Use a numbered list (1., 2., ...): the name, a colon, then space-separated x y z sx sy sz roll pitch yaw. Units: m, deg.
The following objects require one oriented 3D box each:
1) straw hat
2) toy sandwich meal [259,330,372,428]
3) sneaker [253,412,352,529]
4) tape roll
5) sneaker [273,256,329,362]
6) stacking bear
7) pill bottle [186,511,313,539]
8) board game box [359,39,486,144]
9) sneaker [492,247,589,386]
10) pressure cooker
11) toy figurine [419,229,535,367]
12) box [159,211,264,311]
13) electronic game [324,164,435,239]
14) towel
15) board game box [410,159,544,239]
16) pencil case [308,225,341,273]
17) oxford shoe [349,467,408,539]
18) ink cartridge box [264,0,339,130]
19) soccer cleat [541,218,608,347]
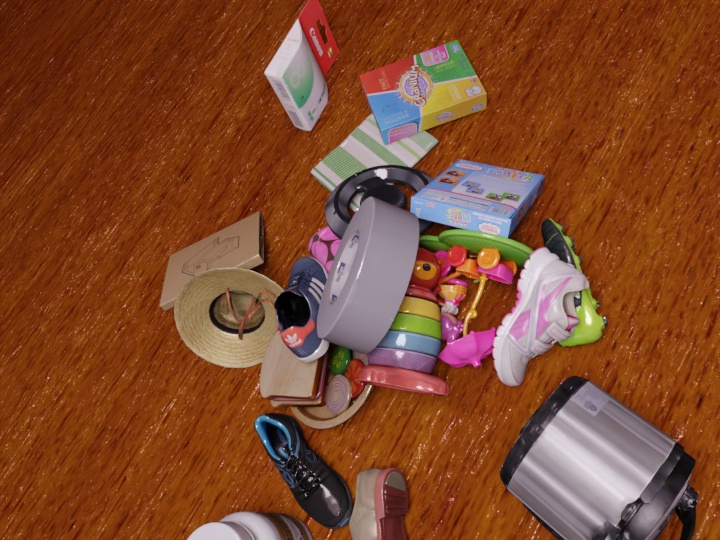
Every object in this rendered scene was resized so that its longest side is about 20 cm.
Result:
1. straw hat: -0.205 0.064 0.961 0.200 0.202 0.085 -19 23 10
2. toy sandwich meal: -0.065 0.143 0.866 0.204 0.070 0.206 -19 56 31
3. sneaker: -0.092 0.292 0.826 0.073 0.082 0.200 -45 61 -4
4. tape roll: 0.006 0.006 0.755 0.066 0.200 0.201 21 71 -11
5. sneaker: -0.093 0.038 0.855 0.075 0.085 0.201 -30 41 16
6. stacking bear: 0.066 0.064 0.788 0.121 0.114 0.201 12 77 -11
7. pill bottle: -0.144 0.378 0.737 0.114 0.200 0.115 -7 65 15
8. board game box: 0.113 -0.332 1.046 0.199 0.040 0.154 -19 60 2
9. sneaker: 0.248 0.075 0.773 0.088 0.081 0.201 26 108 32
10. pressure cooker: 0.288 0.247 0.662 0.200 0.179 0.176 36 79 29
11. toy figurine: 0.147 0.049 0.842 0.199 0.150 0.185 8 78 44
12. box: -0.265 -0.021 1.022 0.199 0.021 0.164 -25 34 6
13. electronic game: 0.038 -0.111 0.942 0.198 0.042 0.201 -7 47 7
14. towel: 0.023 -0.209 1.048 0.200 0.023 0.152 -44 62 -6
15. board game box: 0.187 -0.118 0.876 0.150 0.037 0.200 17 34 24
16. pencil case: 0.000 0.000 0.924 0.094 0.091 0.200 -44 59 2
17. oxford shoe: 0.022 0.376 0.771 0.075 0.070 0.201 -14 61 42
18. ink cartridge box: -0.093 -0.401 1.093 0.050 0.161 0.201 23 75 24
19. soccer cleat: 0.293 0.015 0.832 0.081 0.067 0.201 -21 63 18
